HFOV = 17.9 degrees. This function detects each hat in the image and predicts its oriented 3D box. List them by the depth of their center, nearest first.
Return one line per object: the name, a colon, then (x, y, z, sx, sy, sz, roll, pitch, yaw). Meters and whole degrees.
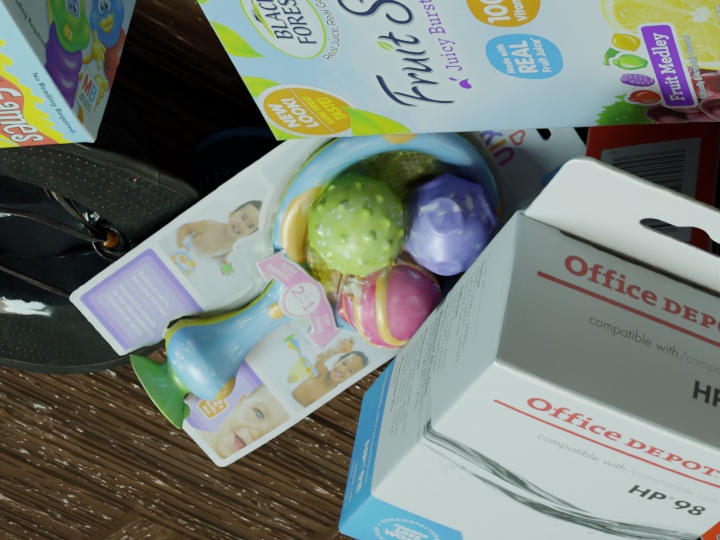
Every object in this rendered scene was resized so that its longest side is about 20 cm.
hat: (-0.142, -0.036, 0.945, 0.199, 0.082, 0.201, 3, 151, 2)

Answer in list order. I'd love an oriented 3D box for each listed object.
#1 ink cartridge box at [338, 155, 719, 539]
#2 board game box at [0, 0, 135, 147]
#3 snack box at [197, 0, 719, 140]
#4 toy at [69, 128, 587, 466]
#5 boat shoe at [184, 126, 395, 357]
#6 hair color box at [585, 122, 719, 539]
ink cartridge box: (0.080, 0.050, 0.840, 0.115, 0.067, 0.200, 21, 147, -11)
board game box: (-0.193, -0.110, 0.831, 0.198, 0.104, 0.105, -3, 144, 20)
snack box: (0.042, -0.116, 0.776, 0.198, 0.068, 0.169, 0, 151, 19)
toy: (0.000, 0.000, 0.894, 0.199, 0.047, 0.115, -32, 127, 8)
boat shoe: (0.016, 0.004, 0.970, 0.199, 0.069, 0.084, 23, 145, -14)
hair color box: (0.148, 0.027, 0.938, 0.061, 0.102, 0.200, -6, 144, 24)
